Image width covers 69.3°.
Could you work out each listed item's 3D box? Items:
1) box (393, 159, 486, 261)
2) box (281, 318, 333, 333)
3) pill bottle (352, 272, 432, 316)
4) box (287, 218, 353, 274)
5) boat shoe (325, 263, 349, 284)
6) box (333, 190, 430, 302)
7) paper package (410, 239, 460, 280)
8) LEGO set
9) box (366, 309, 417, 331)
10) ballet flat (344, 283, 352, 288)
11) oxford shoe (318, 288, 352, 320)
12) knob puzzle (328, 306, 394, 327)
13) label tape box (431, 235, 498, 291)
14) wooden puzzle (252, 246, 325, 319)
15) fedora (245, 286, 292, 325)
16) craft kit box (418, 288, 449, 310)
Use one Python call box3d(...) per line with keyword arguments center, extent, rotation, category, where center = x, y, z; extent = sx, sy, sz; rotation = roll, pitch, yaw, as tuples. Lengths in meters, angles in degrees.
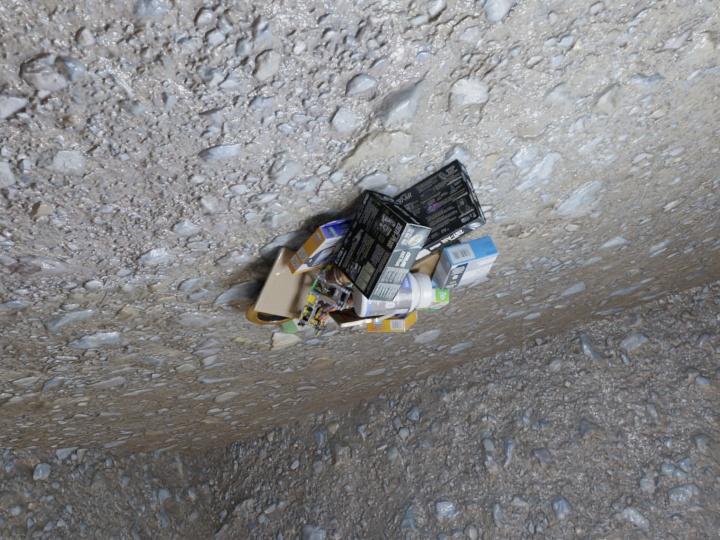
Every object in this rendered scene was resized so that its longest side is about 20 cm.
box3d(center=(0.174, -0.137, 1.214), extent=(0.199, 0.162, 0.043), rotation=(-29, 152, 27), category="box")
box3d(center=(-0.175, 0.159, 1.798), extent=(0.197, 0.037, 0.145), rotation=(-16, 156, -3), category="box")
box3d(center=(0.084, 0.060, 1.404), extent=(0.197, 0.115, 0.114), rotation=(-4, 154, -15), category="pill bottle")
box3d(center=(-0.089, -0.062, 1.311), extent=(0.118, 0.042, 0.200), rotation=(-16, 164, -43), category="box")
box3d(center=(-0.026, -0.024, 1.382), extent=(0.070, 0.071, 0.200), rotation=(-14, -165, 34), category="boat shoe")
box3d(center=(0.045, -0.056, 1.214), extent=(0.085, 0.164, 0.202), rotation=(7, 117, -43), category="box")
box3d(center=(0.185, -0.029, 1.527), extent=(0.190, 0.105, 0.199), rotation=(-33, 150, 31), category="paper package")
box3d(center=(-0.082, 0.087, 1.443), extent=(0.202, 0.115, 0.154), rotation=(-63, 177, 8), category="LEGO set")
box3d(center=(0.103, 0.149, 1.602), extent=(0.117, 0.042, 0.200), rotation=(-3, -173, 18), category="box")
box3d(center=(0.013, 0.012, 1.581), extent=(0.198, 0.068, 0.064), rotation=(-2, 125, -30), category="ballet flat")
box3d(center=(-0.066, 0.081, 1.657), extent=(0.199, 0.073, 0.071), rotation=(-34, -179, -8), category="oxford shoe")
box3d(center=(0.020, 0.132, 1.503), extent=(0.216, 0.031, 0.220), rotation=(-7, -172, 1), category="knob puzzle")
box3d(center=(0.284, -0.001, 1.453), extent=(0.141, 0.067, 0.201), rotation=(-16, 150, -14), category="label tape box")
box3d(center=(-0.191, 0.036, 1.423), extent=(0.199, 0.037, 0.187), rotation=(16, 103, -53), category="wooden puzzle")
box3d(center=(-0.252, 0.094, 1.550), extent=(0.198, 0.083, 0.201), rotation=(-13, 156, -6), category="fedora")
box3d(center=(0.159, 0.091, 1.614), extent=(0.194, 0.049, 0.200), rotation=(4, 168, -1), category="craft kit box")
